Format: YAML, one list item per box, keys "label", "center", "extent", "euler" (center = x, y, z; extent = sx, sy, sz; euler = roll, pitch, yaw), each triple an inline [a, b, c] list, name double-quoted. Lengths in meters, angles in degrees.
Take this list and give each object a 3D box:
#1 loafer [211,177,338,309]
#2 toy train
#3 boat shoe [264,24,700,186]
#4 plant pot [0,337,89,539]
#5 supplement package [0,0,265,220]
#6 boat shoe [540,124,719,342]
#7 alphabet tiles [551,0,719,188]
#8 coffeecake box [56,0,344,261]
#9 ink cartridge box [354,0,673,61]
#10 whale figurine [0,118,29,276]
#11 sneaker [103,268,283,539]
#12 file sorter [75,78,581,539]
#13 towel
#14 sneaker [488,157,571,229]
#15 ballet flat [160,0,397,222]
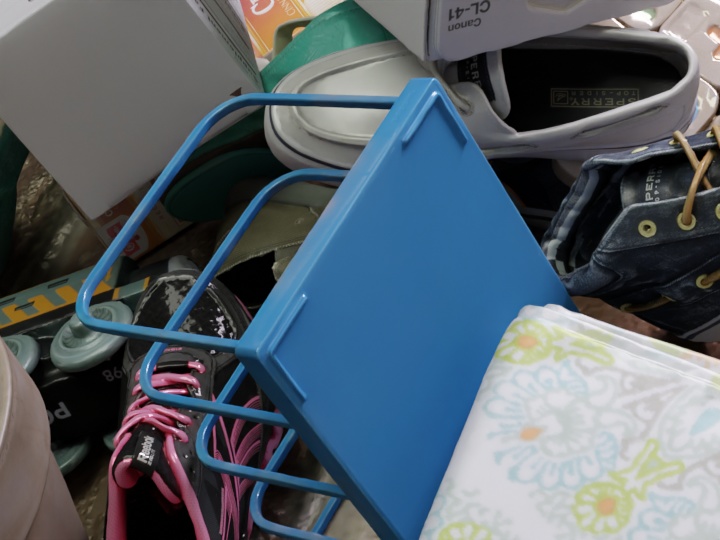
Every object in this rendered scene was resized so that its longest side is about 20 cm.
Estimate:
- label: "loafer"
  center: [0.000, 0.000, 0.969]
  extent: [0.200, 0.075, 0.070]
  euler: [3, 57, 46]
- label: "toy train"
  center: [-0.166, 0.051, 1.016]
  extent: [0.199, 0.085, 0.114]
  euler: [-20, 32, 15]
- label: "boat shoe"
  center: [0.055, -0.079, 0.894]
  extent: [0.199, 0.066, 0.072]
  euler: [1, 71, 1]
- label: "plant pot"
  center: [-0.195, 0.142, 0.867]
  extent: [0.199, 0.174, 0.200]
  euler: [-18, 41, 17]
- label: "supplement package"
  center: [-0.132, -0.139, 1.016]
  extent: [0.114, 0.110, 0.200]
  euler: [-33, 32, 9]
- label: "boat shoe"
  center: [0.153, -0.034, 0.802]
  extent: [0.200, 0.091, 0.071]
  euler: [129, 147, -50]
- label: "alphabet tiles"
  center: [0.150, -0.122, 0.954]
  extent: [0.195, 0.015, 0.200]
  euler: [38, 73, 17]
- label: "coffeecake box"
  center: [-0.091, -0.117, 1.137]
  extent: [0.200, 0.073, 0.154]
  euler: [-34, 41, 0]
- label: "ink cartridge box"
  center: [0.042, -0.190, 0.917]
  extent: [0.147, 0.086, 0.200]
  euler: [-18, 39, -25]
- label: "whale figurine"
  center: [-0.225, -0.033, 1.088]
  extent: [0.200, 0.104, 0.160]
  euler: [-27, 37, 46]
- label: "sneaker"
  center: [-0.082, 0.082, 0.877]
  extent: [0.079, 0.095, 0.201]
  euler: [-8, 63, 11]
- label: "file sorter"
  center: [-0.001, 0.038, 0.828]
  extent: [0.122, 0.200, 0.139]
  euler: [7, 53, 42]
- label: "towel"
  center: [0.108, 0.116, 0.739]
  extent: [0.171, 0.048, 0.200]
  euler: [18, 58, 12]
- label: "sneaker"
  center: [0.074, -0.078, 0.987]
  extent: [0.200, 0.080, 0.079]
  euler: [18, 61, 41]
- label: "ballet flat"
  center: [-0.040, -0.087, 1.022]
  extent: [0.200, 0.067, 0.071]
  euler: [-27, 62, 49]
